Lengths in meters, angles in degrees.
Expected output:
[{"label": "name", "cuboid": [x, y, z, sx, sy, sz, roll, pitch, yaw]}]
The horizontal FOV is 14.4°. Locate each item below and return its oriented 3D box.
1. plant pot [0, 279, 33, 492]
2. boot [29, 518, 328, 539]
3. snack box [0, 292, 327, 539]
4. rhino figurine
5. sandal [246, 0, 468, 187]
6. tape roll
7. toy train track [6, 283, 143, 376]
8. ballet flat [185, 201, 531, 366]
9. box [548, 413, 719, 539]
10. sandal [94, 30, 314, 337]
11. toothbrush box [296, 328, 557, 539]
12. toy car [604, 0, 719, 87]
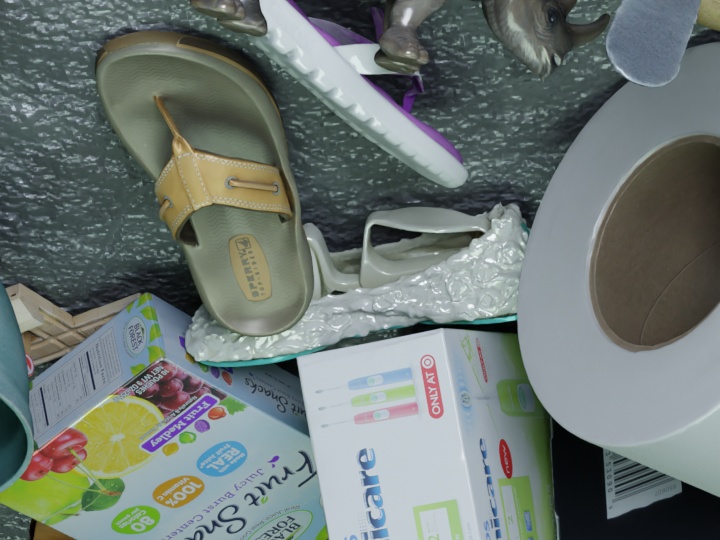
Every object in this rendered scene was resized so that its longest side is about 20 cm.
[{"label": "plant pot", "cuboid": [-0.262, 0.026, 1.444, 0.200, 0.134, 0.200, 0, 150, 0]}, {"label": "boot", "cuboid": [-0.092, 0.138, 1.732, 0.200, 0.069, 0.188, 16, 154, -12]}, {"label": "snack box", "cuboid": [-0.096, 0.106, 1.594, 0.142, 0.053, 0.200, -36, 136, 23]}, {"label": "rhino figurine", "cuboid": [0.023, -0.132, 1.234, 0.200, 0.088, 0.060, 12, 177, -23]}, {"label": "sandal", "cuboid": [-0.003, -0.100, 1.311, 0.050, 0.082, 0.203, -52, 135, 0]}, {"label": "tape roll", "cuboid": [0.192, 0.009, 1.355, 0.139, 0.203, 0.203, 25, 141, -36]}, {"label": "toy train track", "cuboid": [-0.137, 0.064, 1.609, 0.115, 0.033, 0.200, -20, 145, 30]}, {"label": "ballet flat", "cuboid": [0.000, 0.000, 1.488, 0.200, 0.072, 0.072, -10, 148, 11]}, {"label": "box", "cuboid": [0.211, 0.126, 1.555, 0.124, 0.200, 0.197, -25, 142, 34]}, {"label": "sandal", "cuboid": [-0.070, -0.035, 1.391, 0.080, 0.054, 0.200, -11, 129, 10]}, {"label": "toothbrush box", "cuboid": [0.049, 0.110, 1.513, 0.086, 0.146, 0.200, -12, 173, 20]}, {"label": "toy car", "cuboid": [0.134, -0.136, 1.108, 0.164, 0.200, 0.158, 18, 145, -28]}]
